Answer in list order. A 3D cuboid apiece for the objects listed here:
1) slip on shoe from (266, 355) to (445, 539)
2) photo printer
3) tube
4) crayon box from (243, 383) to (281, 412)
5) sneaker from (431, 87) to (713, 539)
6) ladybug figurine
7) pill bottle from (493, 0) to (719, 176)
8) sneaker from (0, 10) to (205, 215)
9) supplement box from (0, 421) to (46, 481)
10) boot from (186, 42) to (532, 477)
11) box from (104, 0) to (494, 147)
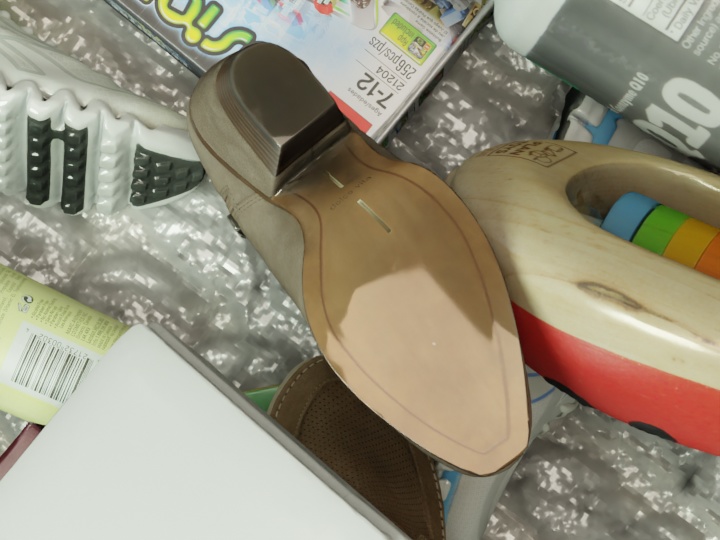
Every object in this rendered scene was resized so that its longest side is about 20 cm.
[{"bbox_3d":[-0.001,0.107,0.941,0.076,0.061,0.201,15,48,-12],"label":"slip on shoe"},{"bbox_3d":[-0.082,0.137,0.878,0.200,0.069,0.166,-50,50,-2],"label":"photo printer"},{"bbox_3d":[-0.182,0.009,1.028,0.199,0.058,0.052,24,113,-3],"label":"tube"},{"bbox_3d":[-0.041,0.147,1.029,0.126,0.051,0.201,-12,84,0],"label":"crayon box"},{"bbox_3d":[0.089,0.027,1.030,0.086,0.075,0.201,24,85,-2],"label":"sneaker"},{"bbox_3d":[0.116,0.013,0.944,0.199,0.136,0.072,26,118,24],"label":"ladybug figurine"},{"bbox_3d":[0.123,-0.112,0.994,0.199,0.113,0.113,31,85,-2],"label":"pill bottle"},{"bbox_3d":[-0.155,-0.081,1.046,0.199,0.075,0.081,16,57,-6],"label":"sneaker"},{"bbox_3d":[-0.082,0.163,0.972,0.200,0.061,0.109,41,87,6],"label":"supplement box"},{"bbox_3d":[0.000,0.000,0.966,0.070,0.146,0.201,-28,77,-8],"label":"boot"},{"bbox_3d":[-0.049,-0.136,1.065,0.200,0.035,0.110,39,86,4],"label":"box"}]
